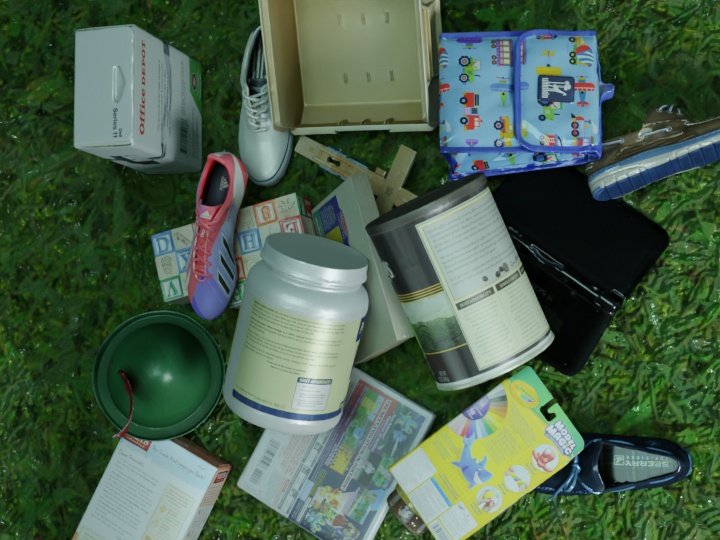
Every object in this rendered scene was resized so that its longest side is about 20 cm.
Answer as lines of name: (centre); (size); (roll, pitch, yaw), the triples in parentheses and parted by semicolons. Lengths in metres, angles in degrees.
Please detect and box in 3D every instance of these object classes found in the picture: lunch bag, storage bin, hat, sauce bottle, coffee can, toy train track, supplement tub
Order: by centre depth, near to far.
coffee can: (0.111, 0.012, 1.468); (0.145, 0.146, 0.201); (-23, 96, 13)
supplement tub: (-0.072, 0.071, 1.518); (0.144, 0.145, 0.202); (19, 107, 17)
lunch bag: (0.194, -0.195, 1.531); (0.198, 0.094, 0.152); (-3, 72, 11)
sauce bottle: (0.117, 0.216, 1.536); (0.065, 0.065, 0.200); (45, 96, 15)
hat: (-0.252, 0.103, 1.568); (0.165, 0.176, 0.200); (-34, 66, -11)
storage bin: (-0.007, -0.262, 1.572); (0.198, 0.094, 0.201); (0, 105, 19)
toy train track: (0.007, -0.114, 1.618); (0.199, 0.032, 0.115); (30, 101, 23)

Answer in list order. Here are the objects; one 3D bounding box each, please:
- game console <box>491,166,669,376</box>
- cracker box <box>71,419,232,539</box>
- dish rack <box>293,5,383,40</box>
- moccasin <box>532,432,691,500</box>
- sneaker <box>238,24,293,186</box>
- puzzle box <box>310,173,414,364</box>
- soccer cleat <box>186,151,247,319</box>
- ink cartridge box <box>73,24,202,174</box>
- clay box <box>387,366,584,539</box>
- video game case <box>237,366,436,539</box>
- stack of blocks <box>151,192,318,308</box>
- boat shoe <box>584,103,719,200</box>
game console: (0.227, -0.011, 1.547); (0.199, 0.116, 0.177); (36, 125, 17)
cracker box: (-0.264, 0.300, 1.643); (0.133, 0.058, 0.201); (28, 94, 17)
dish rack: (-0.011, -0.383, 1.640); (0.170, 0.044, 0.202); (14, 90, 16)
moccasin: (0.269, 0.212, 1.486); (0.198, 0.068, 0.081); (-11, 82, 16)
sneaker: (-0.125, -0.207, 1.642); (0.072, 0.071, 0.202); (-2, 84, 16)
puzzle box: (0.000, 0.000, 1.563); (0.025, 0.133, 0.202); (-11, 80, -26)
soccer cleat: (-0.178, -0.043, 1.577); (0.066, 0.076, 0.202); (10, 88, 17)
ink cartridge box: (-0.269, -0.205, 1.617); (0.082, 0.200, 0.148); (-2, 84, 16)
clay box: (0.143, 0.208, 1.471); (0.199, 0.048, 0.115); (-37, 77, 9)
video game case: (-0.030, 0.219, 1.600); (0.181, 0.023, 0.201); (29, 92, 17)
stack of blocks: (-0.150, -0.011, 1.637); (0.198, 0.059, 0.116); (-15, 81, 15)
boat shoe: (0.347, -0.149, 1.497); (0.198, 0.072, 0.073); (-20, 71, 10)
